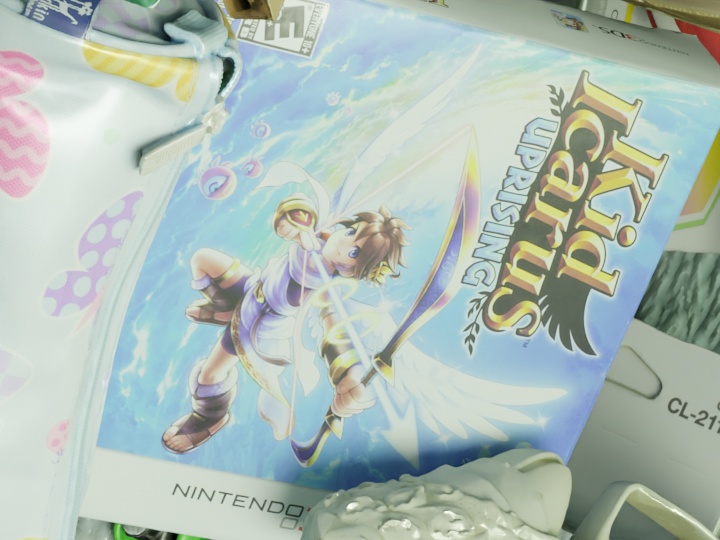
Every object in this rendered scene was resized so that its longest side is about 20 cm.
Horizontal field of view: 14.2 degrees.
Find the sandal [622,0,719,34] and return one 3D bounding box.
[{"bbox_3d":[0.086,-0.118,0.932,0.080,0.200,0.054,9,108,-52],"label":"sandal"}]

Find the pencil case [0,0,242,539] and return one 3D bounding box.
[{"bbox_3d":[-0.103,0.000,0.852,0.083,0.091,0.200,-77,-173,-67],"label":"pencil case"}]

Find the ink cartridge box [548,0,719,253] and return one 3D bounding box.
[{"bbox_3d":[0.111,-0.064,1.107,0.200,0.059,0.104,3,106,-50],"label":"ink cartridge box"}]

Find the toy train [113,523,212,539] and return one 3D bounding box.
[{"bbox_3d":[-0.019,0.098,1.066,0.200,0.042,0.056,27,79,-52],"label":"toy train"}]

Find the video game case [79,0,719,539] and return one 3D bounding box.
[{"bbox_3d":[0.000,0.000,0.932,0.181,0.045,0.200,11,116,-23],"label":"video game case"}]

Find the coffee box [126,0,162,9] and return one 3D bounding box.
[{"bbox_3d":[-0.121,-0.159,0.738,0.044,0.123,0.200,-53,139,-19],"label":"coffee box"}]

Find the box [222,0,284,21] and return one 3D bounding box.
[{"bbox_3d":[-0.024,-0.199,0.838,0.164,0.021,0.200,69,30,-44],"label":"box"}]

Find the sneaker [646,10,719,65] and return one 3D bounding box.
[{"bbox_3d":[0.129,-0.126,0.965,0.078,0.200,0.116,-40,168,-14],"label":"sneaker"}]

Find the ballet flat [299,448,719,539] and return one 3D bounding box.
[{"bbox_3d":[0.066,0.095,0.953,0.200,0.072,0.072,24,92,-31],"label":"ballet flat"}]

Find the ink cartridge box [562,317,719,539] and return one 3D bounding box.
[{"bbox_3d":[0.137,0.085,1.150,0.200,0.146,0.083,30,85,-52],"label":"ink cartridge box"}]
